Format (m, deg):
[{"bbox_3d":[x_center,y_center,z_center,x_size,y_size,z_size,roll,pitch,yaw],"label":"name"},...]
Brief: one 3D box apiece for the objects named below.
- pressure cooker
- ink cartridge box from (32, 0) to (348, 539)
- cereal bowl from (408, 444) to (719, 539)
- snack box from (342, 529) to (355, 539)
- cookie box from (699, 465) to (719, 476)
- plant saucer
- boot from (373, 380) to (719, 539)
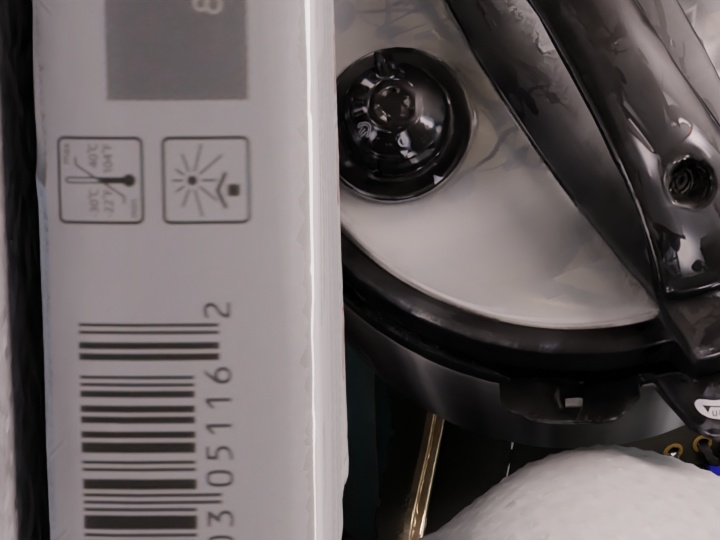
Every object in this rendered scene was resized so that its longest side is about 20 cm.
[{"bbox_3d":[0.056,-0.044,0.641,0.200,0.175,0.179,65,42,-77],"label":"pressure cooker"},{"bbox_3d":[-0.027,-0.025,0.456,0.200,0.047,0.161,-94,-177,-79],"label":"ink cartridge box"},{"bbox_3d":[0.025,0.131,0.622,0.200,0.083,0.201,25,90,-82],"label":"cereal bowl"},{"bbox_3d":[0.017,0.139,0.978,0.200,0.037,0.117,-59,147,-81],"label":"snack box"},{"bbox_3d":[0.162,0.066,0.896,0.171,0.075,0.200,78,13,-49],"label":"cookie box"},{"bbox_3d":[0.000,0.000,0.842,0.200,0.027,0.201,1,90,-86],"label":"plant saucer"},{"bbox_3d":[0.075,0.074,0.759,0.077,0.138,0.201,22,70,-84],"label":"boot"}]
